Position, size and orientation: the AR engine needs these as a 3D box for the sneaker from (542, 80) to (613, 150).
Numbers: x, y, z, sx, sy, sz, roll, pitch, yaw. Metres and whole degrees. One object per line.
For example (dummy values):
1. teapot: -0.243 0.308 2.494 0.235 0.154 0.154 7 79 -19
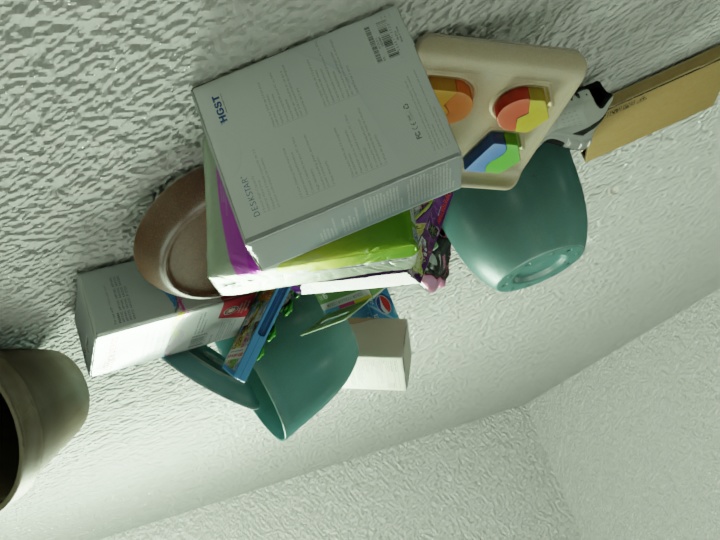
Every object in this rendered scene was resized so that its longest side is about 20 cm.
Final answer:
1. sneaker: 0.217 -0.189 1.110 0.198 0.074 0.081 -11 143 -44

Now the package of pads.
1. package of pads: -0.049 -0.070 0.911 0.196 0.157 0.068 -8 159 3

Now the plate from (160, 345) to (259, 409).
1. plate: -0.215 0.124 1.307 0.026 0.199 0.200 -57 159 0

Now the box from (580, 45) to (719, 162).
1. box: 0.391 -0.220 1.283 0.197 0.022 0.164 -24 163 3

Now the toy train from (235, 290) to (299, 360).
1. toy train: -0.102 0.027 1.232 0.041 0.057 0.202 27 105 -22

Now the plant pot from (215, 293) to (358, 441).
1. plant pot: -0.099 0.116 1.385 0.160 0.202 0.201 -31 166 -18

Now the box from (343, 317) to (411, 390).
1. box: -0.020 0.133 1.537 0.196 0.079 0.096 2 137 9

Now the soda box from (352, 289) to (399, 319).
1. soda box: -0.024 0.103 1.633 0.063 0.069 0.199 -4 154 -45

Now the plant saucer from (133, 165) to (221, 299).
1. plant saucer: -0.145 -0.036 1.037 0.198 0.035 0.202 -24 145 -18

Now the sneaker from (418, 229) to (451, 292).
1. sneaker: 0.106 -0.029 1.385 0.097 0.078 0.200 -63 178 8

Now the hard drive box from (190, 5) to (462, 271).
1. hard drive box: -0.029 -0.116 0.844 0.197 0.158 0.077 -21 162 -1

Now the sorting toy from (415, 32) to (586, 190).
1. sorting toy: 0.116 -0.152 0.993 0.181 0.037 0.201 2 146 -15

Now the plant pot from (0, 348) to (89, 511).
1. plant pot: -0.434 0.178 1.186 0.198 0.202 0.173 -30 176 25

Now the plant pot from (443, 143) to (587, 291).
1. plant pot: 0.201 -0.072 1.241 0.197 0.163 0.201 -19 162 -7

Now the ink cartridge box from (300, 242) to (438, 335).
1. ink cartridge box: 0.000 0.000 1.227 0.103 0.060 0.199 -20 -167 49

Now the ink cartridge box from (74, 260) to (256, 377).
1. ink cartridge box: -0.241 0.044 1.166 0.197 0.084 0.146 -15 161 -25

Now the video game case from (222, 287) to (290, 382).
1. video game case: -0.103 0.030 1.114 0.018 0.203 0.143 27 173 -11

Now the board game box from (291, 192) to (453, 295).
1. board game box: 0.007 -0.034 1.088 0.198 0.122 0.032 -6 146 45
